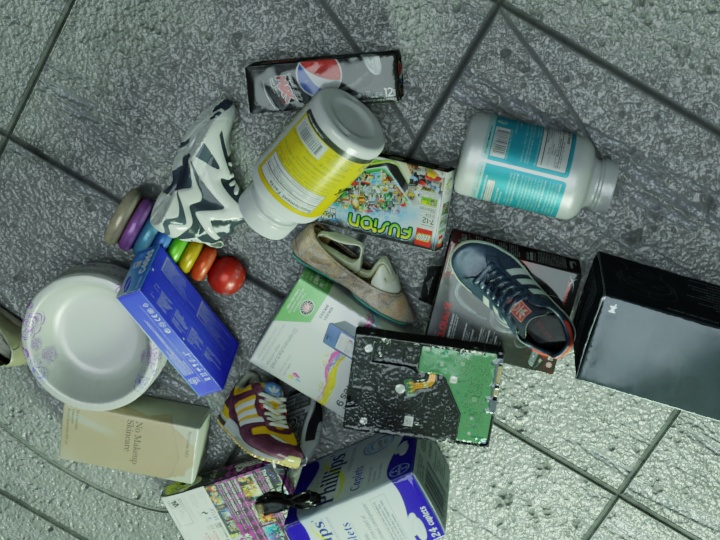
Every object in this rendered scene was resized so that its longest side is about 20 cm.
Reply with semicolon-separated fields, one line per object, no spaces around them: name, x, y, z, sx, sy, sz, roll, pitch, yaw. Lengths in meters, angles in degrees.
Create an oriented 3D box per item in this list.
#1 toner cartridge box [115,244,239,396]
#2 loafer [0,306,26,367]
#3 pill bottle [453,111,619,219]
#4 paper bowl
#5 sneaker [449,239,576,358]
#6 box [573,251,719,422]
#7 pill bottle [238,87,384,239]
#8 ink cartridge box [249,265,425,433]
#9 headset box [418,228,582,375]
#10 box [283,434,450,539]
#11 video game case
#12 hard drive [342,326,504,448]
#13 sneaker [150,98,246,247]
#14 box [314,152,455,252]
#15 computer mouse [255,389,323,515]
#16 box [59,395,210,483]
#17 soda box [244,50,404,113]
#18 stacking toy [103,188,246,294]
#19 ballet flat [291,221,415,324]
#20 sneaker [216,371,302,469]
toner cartridge box;-0.246;0.070;1.709;0.043;0.095;0.200;-18;124;25
loafer;-0.556;0.073;1.801;0.200;0.068;0.076;29;107;-1
pill bottle;0.227;-0.130;1.619;0.200;0.111;0.111;15;107;4
paper bowl;-0.364;0.088;1.761;0.200;0.104;0.201;2;106;7
sneaker;0.197;0.038;1.603;0.200;0.085;0.075;38;106;-4
box;0.384;0.081;1.611;0.200;0.197;0.124;16;107;4
pill bottle;-0.069;-0.131;1.614;0.111;0.111;0.200;43;122;-5
ink cartridge box;-0.029;0.106;1.731;0.200;0.088;0.145;32;107;-5
headset box;0.181;0.039;1.690;0.200;0.077;0.149;15;107;2
box;0.013;0.316;1.731;0.200;0.184;0.105;-26;103;13
video game case;-0.168;0.374;1.829;0.181;0.036;0.200;-19;114;13
hard drive;0.083;0.155;1.672;0.200;0.038;0.140;7;107;1
sneaker;-0.186;-0.121;1.701;0.129;0.079;0.199;28;77;-30
box;0.021;-0.102;1.666;0.200;0.035;0.110;14;107;21
computer mouse;-0.085;0.250;1.739;0.110;0.200;0.044;-24;130;37
box;-0.323;0.235;1.809;0.200;0.078;0.095;9;106;5
soda box;-0.046;-0.248;1.644;0.200;0.071;0.063;-4;104;9
stacking toy;-0.248;-0.032;1.732;0.200;0.085;0.085;28;107;-7
ballet flat;0.000;0.000;1.705;0.200;0.068;0.067;31;116;-2
sneaker;-0.131;0.201;1.720;0.075;0.200;0.090;23;92;-36
